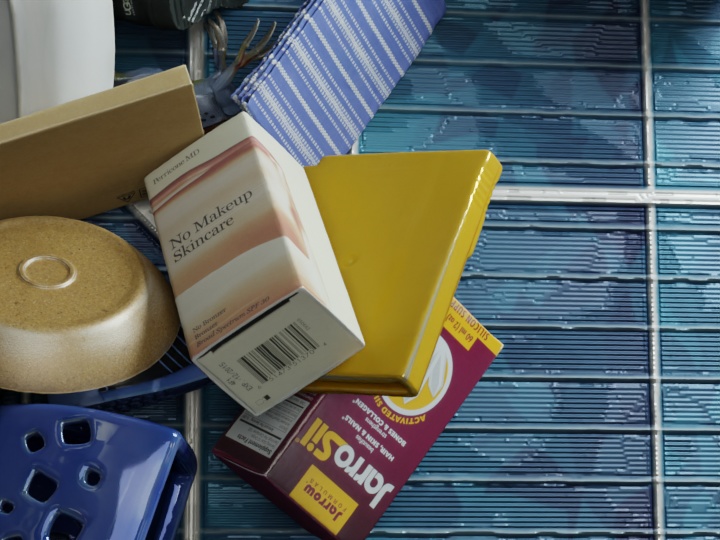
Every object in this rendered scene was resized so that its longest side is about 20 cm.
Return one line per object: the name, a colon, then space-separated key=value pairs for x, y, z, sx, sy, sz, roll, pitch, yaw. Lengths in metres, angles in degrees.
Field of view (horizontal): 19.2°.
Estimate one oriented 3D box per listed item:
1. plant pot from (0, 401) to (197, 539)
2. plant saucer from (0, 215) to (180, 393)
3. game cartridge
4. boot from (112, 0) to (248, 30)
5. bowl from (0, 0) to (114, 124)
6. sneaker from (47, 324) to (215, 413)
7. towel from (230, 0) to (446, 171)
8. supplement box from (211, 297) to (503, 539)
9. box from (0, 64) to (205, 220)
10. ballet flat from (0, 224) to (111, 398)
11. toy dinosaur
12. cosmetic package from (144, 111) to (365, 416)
plant pot: x=-0.235 y=0.192 z=1.533 sx=0.179 sy=0.200 sz=0.201 roll=17 pitch=78 yaw=3
plant saucer: x=-0.229 y=0.014 z=1.546 sx=0.199 sy=0.036 sz=0.201 roll=6 pitch=35 yaw=-4
game cartridge: x=0.000 y=0.000 z=1.576 sx=0.032 sy=0.176 sz=0.201 roll=50 pitch=53 yaw=-41
boot: x=-0.181 y=-0.234 z=1.656 sx=0.162 sy=0.198 sz=0.074 roll=7 pitch=115 yaw=22
bowl: x=-0.283 y=-0.184 z=1.570 sx=0.199 sy=0.201 sz=0.075 roll=21 pitch=42 yaw=20
sneaker: x=-0.150 y=0.055 z=1.630 sx=0.199 sy=0.070 sz=0.078 roll=-16 pitch=80 yaw=-17
towel: x=-0.013 y=-0.172 z=1.660 sx=0.024 sy=0.145 sz=0.200 roll=27 pitch=75 yaw=35
supplement box: x=-0.001 y=0.096 z=1.609 sx=0.110 sy=0.086 sz=0.200 roll=43 pitch=76 yaw=-30
box: x=-0.212 y=-0.081 z=1.586 sx=0.199 sy=0.164 sz=0.021 roll=-17 pitch=68 yaw=-5
ballet flat: x=-0.255 y=0.040 z=1.616 sx=0.073 sy=0.073 sz=0.200 roll=44 pitch=78 yaw=2
toy dinosaur: x=-0.123 y=-0.132 z=1.679 sx=0.181 sy=0.105 sz=0.200 roll=21 pitch=115 yaw=-15
cosmetic package: x=-0.080 y=-0.008 z=1.552 sx=0.103 sy=0.087 sz=0.200 roll=-34 pitch=42 yaw=12
